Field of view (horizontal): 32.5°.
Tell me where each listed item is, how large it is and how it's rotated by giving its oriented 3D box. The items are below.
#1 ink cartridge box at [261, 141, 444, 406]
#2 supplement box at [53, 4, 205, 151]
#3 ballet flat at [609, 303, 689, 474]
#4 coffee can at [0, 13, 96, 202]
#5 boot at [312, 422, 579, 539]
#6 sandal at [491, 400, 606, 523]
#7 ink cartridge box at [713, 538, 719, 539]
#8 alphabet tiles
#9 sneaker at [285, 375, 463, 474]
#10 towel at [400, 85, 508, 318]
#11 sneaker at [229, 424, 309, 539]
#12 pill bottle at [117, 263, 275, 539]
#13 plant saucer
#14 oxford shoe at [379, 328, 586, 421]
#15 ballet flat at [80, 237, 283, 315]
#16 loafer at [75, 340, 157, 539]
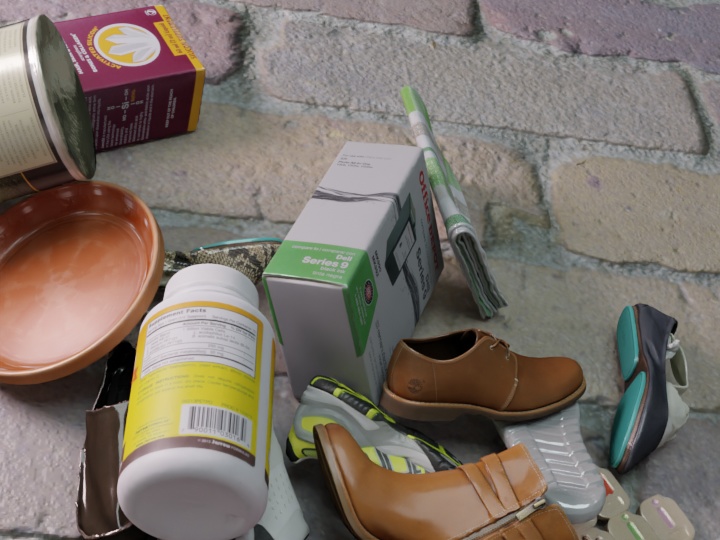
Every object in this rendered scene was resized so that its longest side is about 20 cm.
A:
[{"bbox_3d":[0.000,0.000,1.098,0.083,0.147,0.201,6,42,22],"label":"ink cartridge box"},{"bbox_3d":[-0.270,-0.188,1.242,0.198,0.086,0.111,-17,55,-29],"label":"supplement box"},{"bbox_3d":[0.273,0.110,1.148,0.072,0.074,0.201,17,43,-1],"label":"ballet flat"},{"bbox_3d":[-0.347,-0.124,1.070,0.197,0.147,0.148,-15,50,2],"label":"coffee can"},{"bbox_3d":[0.064,0.175,0.964,0.154,0.074,0.201,-32,89,-9],"label":"boot"},{"bbox_3d":[0.157,0.156,1.079,0.081,0.050,0.203,1,30,-5],"label":"sandal"},{"bbox_3d":[0.275,0.324,0.967,0.160,0.051,0.201,-11,49,-26],"label":"ink cartridge box"},{"bbox_3d":[0.213,0.260,1.026,0.198,0.015,0.196,-18,58,-30],"label":"alphabet tiles"},{"bbox_3d":[0.027,0.168,1.027,0.199,0.075,0.077,34,90,-1],"label":"sneaker"},{"bbox_3d":[0.092,-0.070,1.210,0.030,0.150,0.202,-20,51,6],"label":"towel"},{"bbox_3d":[-0.083,0.183,0.980,0.079,0.074,0.202,22,43,-25],"label":"sneaker"},{"bbox_3d":[-0.119,0.094,0.930,0.108,0.110,0.202,8,46,-9],"label":"pill bottle"},{"bbox_3d":[-0.258,0.010,1.051,0.197,0.032,0.202,-10,51,13],"label":"plant saucer"},{"bbox_3d":[0.116,0.086,1.069,0.197,0.072,0.071,0,21,-26],"label":"oxford shoe"},{"bbox_3d":[-0.163,0.009,1.118,0.197,0.068,0.076,1,69,-8],"label":"ballet flat"},{"bbox_3d":[-0.192,0.136,0.964,0.072,0.072,0.201,-15,42,8],"label":"loafer"}]
